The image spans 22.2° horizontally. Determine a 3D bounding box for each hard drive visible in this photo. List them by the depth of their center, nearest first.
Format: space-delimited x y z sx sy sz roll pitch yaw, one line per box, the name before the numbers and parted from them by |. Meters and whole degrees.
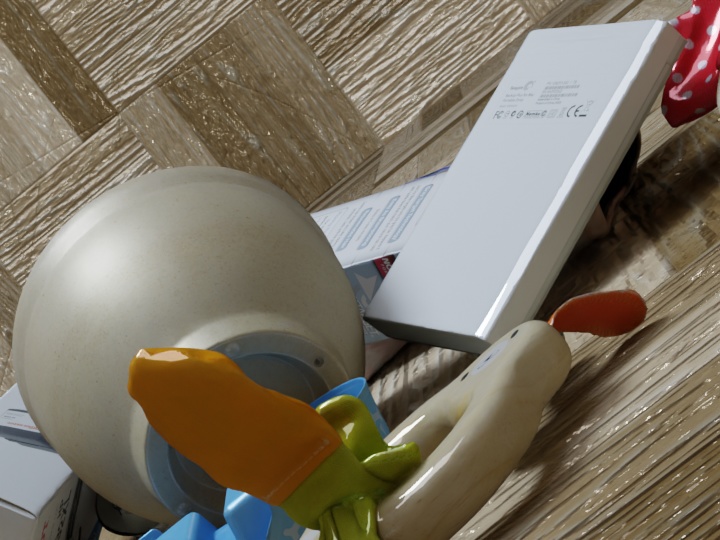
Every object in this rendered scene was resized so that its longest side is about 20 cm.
hard drive | 0.088 -0.048 1.016 0.201 0.026 0.132 -60 27 -12

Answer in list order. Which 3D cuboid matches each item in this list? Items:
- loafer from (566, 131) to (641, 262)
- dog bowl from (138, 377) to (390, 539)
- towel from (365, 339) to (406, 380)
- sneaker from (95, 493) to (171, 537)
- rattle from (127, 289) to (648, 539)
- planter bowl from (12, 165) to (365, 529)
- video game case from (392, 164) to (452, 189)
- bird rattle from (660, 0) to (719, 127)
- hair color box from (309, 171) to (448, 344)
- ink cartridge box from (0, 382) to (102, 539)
loafer | 0.144 -0.064 1.106 0.062 0.072 0.200 -15 25 32
dog bowl | -0.061 0.134 0.895 0.200 0.050 0.111 -38 6 1
towel | -0.042 0.067 1.266 0.200 0.032 0.191 -43 15 -20
sneaker | -0.139 0.119 1.182 0.079 0.075 0.200 3 -26 -26
rattle | 0.016 0.036 0.766 0.200 0.143 0.130 -48 -9 -25
planter bowl | -0.079 0.061 1.007 0.200 0.201 0.135 -39 33 -2
video game case | 0.103 -0.082 1.431 0.181 0.022 0.200 -23 4 -10
bird rattle | 0.225 -0.133 0.954 0.200 0.112 0.164 -39 21 32
hair color box | 0.000 0.000 1.196 0.199 0.061 0.099 -16 25 35
ink cartridge box | -0.234 0.170 1.238 0.200 0.083 0.146 -55 -15 -69
